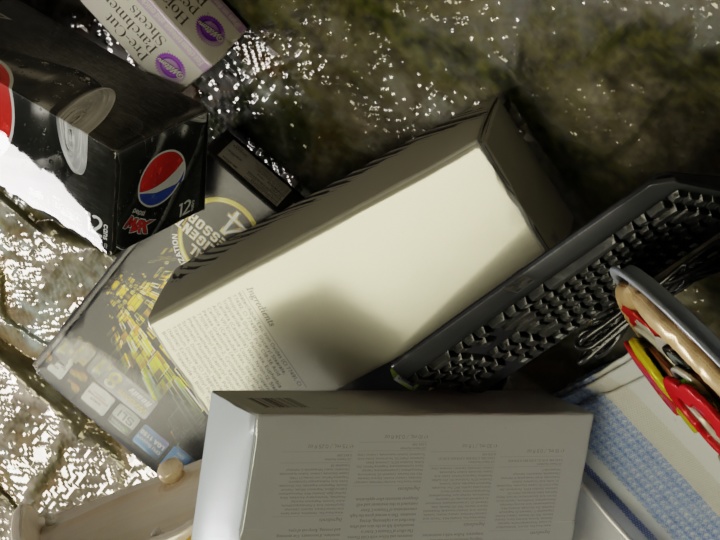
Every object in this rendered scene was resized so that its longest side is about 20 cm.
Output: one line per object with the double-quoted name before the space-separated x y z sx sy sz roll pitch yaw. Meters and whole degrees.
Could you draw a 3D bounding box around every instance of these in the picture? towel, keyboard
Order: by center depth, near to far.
"keyboard" 0.116 0.010 1.379 0.200 0.127 0.021 -36 64 39
"towel" 0.143 0.115 1.498 0.147 0.024 0.200 46 137 -10

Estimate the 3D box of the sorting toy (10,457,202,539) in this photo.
"sorting toy" -0.064 0.184 1.496 0.199 0.107 0.180 -22 117 25

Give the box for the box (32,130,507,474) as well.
"box" -0.047 0.051 1.516 0.200 0.049 0.161 41 113 -1

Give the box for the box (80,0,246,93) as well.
"box" -0.142 -0.176 1.444 0.200 0.039 0.041 48 136 -8

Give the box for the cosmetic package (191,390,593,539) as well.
"cosmetic package" 0.012 0.136 1.418 0.052 0.199 0.152 21 105 55

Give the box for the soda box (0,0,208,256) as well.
"soda box" -0.171 -0.086 1.475 0.200 0.071 0.064 30 130 31

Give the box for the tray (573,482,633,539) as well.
"tray" 0.054 0.180 1.516 0.200 0.022 0.107 -42 87 17

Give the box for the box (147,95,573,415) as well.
"box" 0.000 0.000 1.421 0.199 0.068 0.082 -27 106 20

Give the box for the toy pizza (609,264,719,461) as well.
"toy pizza" 0.175 0.077 1.306 0.200 0.032 0.200 47 179 1
